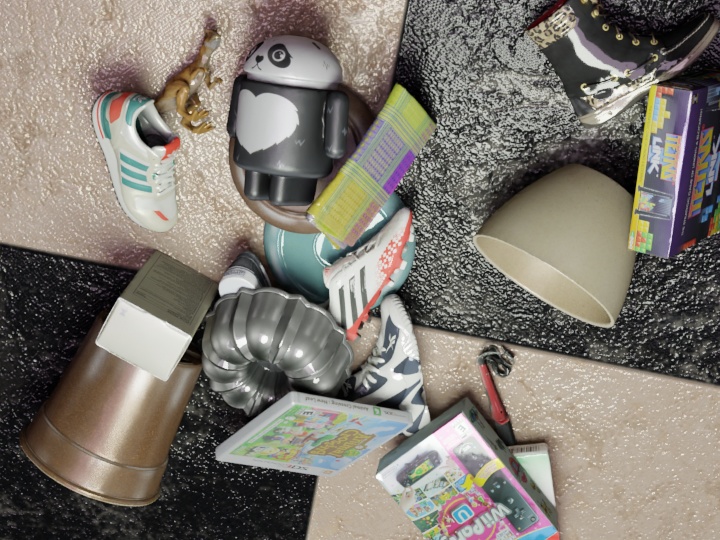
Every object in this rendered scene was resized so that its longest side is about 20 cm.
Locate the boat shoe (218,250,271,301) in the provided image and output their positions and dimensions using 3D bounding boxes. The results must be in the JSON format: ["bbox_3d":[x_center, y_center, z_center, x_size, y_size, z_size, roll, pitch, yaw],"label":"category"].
[{"bbox_3d":[-0.136,0.062,1.744,0.072,0.068,0.200,0,131,18],"label":"boat shoe"}]

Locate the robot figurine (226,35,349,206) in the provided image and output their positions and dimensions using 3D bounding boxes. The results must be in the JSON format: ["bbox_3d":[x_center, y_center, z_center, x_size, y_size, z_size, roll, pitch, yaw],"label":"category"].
[{"bbox_3d":[-0.088,-0.179,1.589,0.150,0.125,0.200,7,100,-1],"label":"robot figurine"}]

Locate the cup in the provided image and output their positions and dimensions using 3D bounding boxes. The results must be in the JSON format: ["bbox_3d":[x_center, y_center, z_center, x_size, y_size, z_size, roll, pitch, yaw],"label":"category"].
[{"bbox_3d":[0.258,-0.044,1.624,0.200,0.200,0.143,34,83,-6],"label":"cup"}]

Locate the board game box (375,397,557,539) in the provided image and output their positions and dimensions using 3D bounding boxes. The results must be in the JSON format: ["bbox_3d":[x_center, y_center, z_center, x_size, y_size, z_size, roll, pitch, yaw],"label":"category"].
[{"bbox_3d":[0.139,0.290,1.728,0.147,0.064,0.200,-38,97,14],"label":"board game box"}]

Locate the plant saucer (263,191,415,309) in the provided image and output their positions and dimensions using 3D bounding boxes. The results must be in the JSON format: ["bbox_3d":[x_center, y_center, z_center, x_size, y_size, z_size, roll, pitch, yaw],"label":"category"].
[{"bbox_3d":[-0.029,-0.033,1.725,0.200,0.027,0.200,2,109,5],"label":"plant saucer"}]

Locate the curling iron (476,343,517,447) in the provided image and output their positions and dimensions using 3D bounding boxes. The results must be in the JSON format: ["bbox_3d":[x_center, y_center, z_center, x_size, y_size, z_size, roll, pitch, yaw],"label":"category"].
[{"bbox_3d":[0.195,0.190,1.778,0.050,0.026,0.200,-9,108,11],"label":"curling iron"}]

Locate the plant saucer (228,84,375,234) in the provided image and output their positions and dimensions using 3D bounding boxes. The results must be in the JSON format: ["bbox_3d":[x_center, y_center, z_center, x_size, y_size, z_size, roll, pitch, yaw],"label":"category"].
[{"bbox_3d":[-0.070,-0.143,1.672,0.200,0.032,0.200,1,99,6],"label":"plant saucer"}]

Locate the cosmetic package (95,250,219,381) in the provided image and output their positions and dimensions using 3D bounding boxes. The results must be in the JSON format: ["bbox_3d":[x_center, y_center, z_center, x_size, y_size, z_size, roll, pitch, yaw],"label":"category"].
[{"bbox_3d":[-0.252,0.054,1.682,0.105,0.200,0.071,30,108,-4],"label":"cosmetic package"}]

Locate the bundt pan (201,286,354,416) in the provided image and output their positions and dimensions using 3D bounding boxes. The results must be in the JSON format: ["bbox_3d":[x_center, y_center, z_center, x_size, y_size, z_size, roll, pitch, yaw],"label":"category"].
[{"bbox_3d":[-0.113,0.119,1.690,0.202,0.076,0.202,9,134,10],"label":"bundt pan"}]

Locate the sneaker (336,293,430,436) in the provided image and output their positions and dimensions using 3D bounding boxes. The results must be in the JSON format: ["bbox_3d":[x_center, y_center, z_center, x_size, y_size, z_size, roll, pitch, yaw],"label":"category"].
[{"bbox_3d":[0.015,0.133,1.747,0.129,0.080,0.199,-11,117,0],"label":"sneaker"}]

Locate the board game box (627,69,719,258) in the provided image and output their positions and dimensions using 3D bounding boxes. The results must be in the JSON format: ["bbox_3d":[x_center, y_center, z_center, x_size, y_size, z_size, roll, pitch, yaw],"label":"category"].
[{"bbox_3d":[0.388,-0.130,1.581,0.057,0.165,0.200,16,113,31],"label":"board game box"}]

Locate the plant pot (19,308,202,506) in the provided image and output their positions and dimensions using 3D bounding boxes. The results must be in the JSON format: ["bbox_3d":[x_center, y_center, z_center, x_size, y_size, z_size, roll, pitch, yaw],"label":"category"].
[{"bbox_3d":[-0.312,0.169,1.741,0.200,0.200,0.198,26,100,-4],"label":"plant pot"}]

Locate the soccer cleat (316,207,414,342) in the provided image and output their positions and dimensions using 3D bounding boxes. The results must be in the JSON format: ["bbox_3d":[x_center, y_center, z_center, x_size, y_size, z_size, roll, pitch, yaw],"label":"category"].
[{"bbox_3d":[0.000,0.000,1.685,0.085,0.069,0.200,26,113,-8],"label":"soccer cleat"}]

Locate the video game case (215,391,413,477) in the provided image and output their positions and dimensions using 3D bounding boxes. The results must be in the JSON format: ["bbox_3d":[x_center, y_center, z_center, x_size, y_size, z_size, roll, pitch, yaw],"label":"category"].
[{"bbox_3d":[-0.061,0.215,1.721,0.182,0.022,0.200,14,145,-31],"label":"video game case"}]

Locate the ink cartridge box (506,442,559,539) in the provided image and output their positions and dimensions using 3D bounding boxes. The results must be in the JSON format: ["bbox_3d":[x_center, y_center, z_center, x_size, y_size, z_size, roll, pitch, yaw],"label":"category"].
[{"bbox_3d":[0.184,0.337,1.787,0.161,0.050,0.200,-7,100,9],"label":"ink cartridge box"}]

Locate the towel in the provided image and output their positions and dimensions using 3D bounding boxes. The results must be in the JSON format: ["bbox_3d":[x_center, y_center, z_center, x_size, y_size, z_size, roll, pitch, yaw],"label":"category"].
[{"bbox_3d":[0.012,-0.120,1.613,0.023,0.144,0.200,35,90,24],"label":"towel"}]

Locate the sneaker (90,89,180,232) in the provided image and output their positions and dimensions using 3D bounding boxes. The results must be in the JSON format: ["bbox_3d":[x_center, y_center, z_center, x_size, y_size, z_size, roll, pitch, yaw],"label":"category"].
[{"bbox_3d":[-0.261,-0.132,1.661,0.093,0.070,0.200,5,125,37],"label":"sneaker"}]

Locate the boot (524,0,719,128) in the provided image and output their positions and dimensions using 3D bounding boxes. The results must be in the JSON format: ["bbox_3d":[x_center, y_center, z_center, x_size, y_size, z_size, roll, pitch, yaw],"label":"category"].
[{"bbox_3d":[0.310,-0.282,1.590,0.200,0.073,0.151,-35,102,20],"label":"boot"}]

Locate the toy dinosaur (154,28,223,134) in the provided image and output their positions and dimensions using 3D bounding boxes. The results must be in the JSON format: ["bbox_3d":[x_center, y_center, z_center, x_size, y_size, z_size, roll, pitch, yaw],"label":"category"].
[{"bbox_3d":[-0.230,-0.219,1.676,0.200,0.060,0.106,-38,70,20],"label":"toy dinosaur"}]
